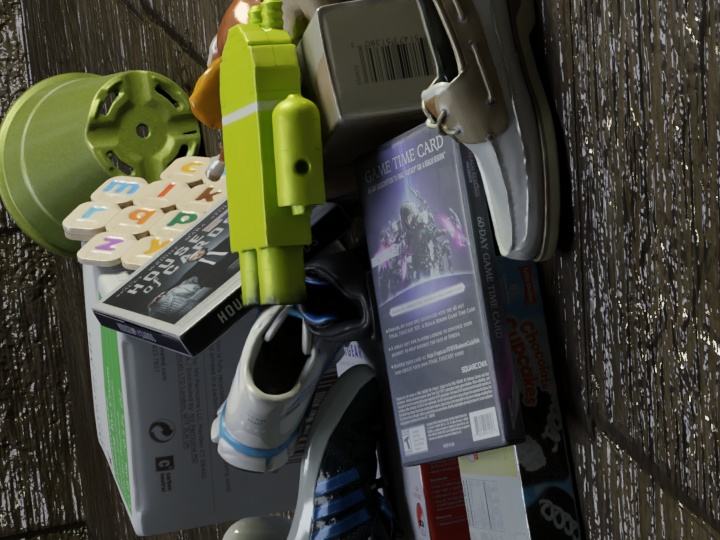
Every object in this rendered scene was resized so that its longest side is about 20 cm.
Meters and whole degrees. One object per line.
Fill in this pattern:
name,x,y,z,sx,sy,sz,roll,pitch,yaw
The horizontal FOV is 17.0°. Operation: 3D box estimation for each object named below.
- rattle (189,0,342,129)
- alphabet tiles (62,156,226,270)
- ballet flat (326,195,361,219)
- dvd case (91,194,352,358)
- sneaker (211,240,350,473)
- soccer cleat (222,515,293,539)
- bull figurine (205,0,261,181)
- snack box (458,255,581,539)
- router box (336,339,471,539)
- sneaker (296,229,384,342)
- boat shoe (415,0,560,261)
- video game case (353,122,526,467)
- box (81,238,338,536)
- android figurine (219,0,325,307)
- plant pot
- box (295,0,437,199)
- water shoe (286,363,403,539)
rattle,-0.080,-0.164,1.813,0.200,0.142,0.131,55,170,48
alphabet tiles,-0.135,-0.043,1.948,0.196,0.198,0.015,-51,-39,-54
ballet flat,-0.034,-0.061,1.821,0.057,0.066,0.200,62,159,-5
dvd case,-0.104,-0.002,1.735,0.025,0.150,0.200,55,163,-19
sneaker,-0.042,0.041,1.662,0.087,0.074,0.201,109,179,-50
soccer cleat,-0.009,0.237,1.737,0.070,0.199,0.078,-60,14,-12
bull figurine,-0.085,-0.127,1.909,0.122,0.065,0.201,127,147,-47
snack box,0.090,0.093,1.496,0.116,0.037,0.202,169,92,-74
router box,0.038,0.129,1.701,0.200,0.048,0.181,178,83,-76
sneaker,0.000,0.000,1.640,0.200,0.111,0.074,-150,53,-72
boat shoe,0.068,-0.101,1.396,0.075,0.068,0.202,163,98,-76
video game case,0.046,0.014,1.480,0.143,0.019,0.202,-22,75,64
box,-0.110,0.077,1.943,0.171,0.198,0.201,-125,29,-62
android figurine,-0.061,-0.077,1.578,0.182,0.041,0.202,167,100,-76
plant pot,-0.250,-0.124,2.452,0.190,0.199,0.202,-19,81,62
box,0.002,-0.113,1.603,0.200,0.094,0.078,127,132,-73
water shoe,-0.002,0.165,1.668,0.071,0.078,0.202,-16,-58,-68
